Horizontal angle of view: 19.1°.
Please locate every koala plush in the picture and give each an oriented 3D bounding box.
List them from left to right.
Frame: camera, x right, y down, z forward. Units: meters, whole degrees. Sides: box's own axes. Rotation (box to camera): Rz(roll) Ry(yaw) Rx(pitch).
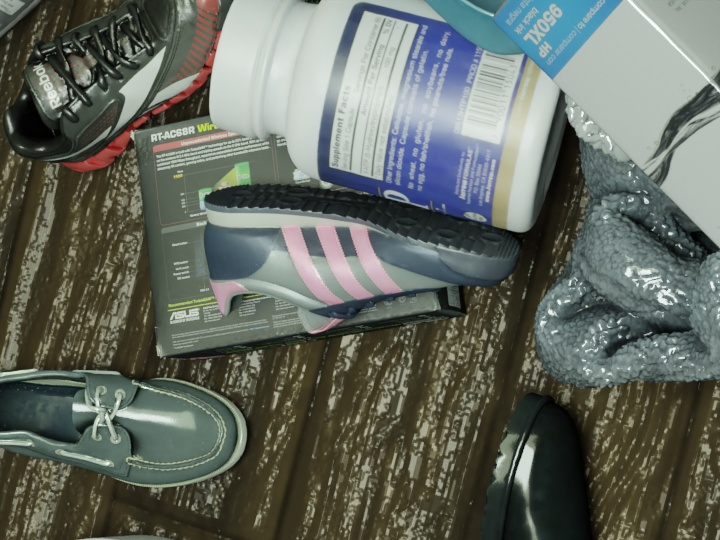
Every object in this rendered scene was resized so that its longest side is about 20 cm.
[{"bbox_3d":[0.175,-0.041,1.229,0.182,0.177,0.202,-8,90,32],"label":"koala plush"}]

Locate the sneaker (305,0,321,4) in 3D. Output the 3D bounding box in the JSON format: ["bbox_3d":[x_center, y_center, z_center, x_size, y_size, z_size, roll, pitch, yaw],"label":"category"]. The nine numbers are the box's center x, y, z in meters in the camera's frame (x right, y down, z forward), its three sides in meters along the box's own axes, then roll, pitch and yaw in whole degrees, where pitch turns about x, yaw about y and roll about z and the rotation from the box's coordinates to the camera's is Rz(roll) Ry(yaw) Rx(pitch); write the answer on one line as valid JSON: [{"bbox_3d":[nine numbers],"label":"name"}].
[{"bbox_3d":[0.004,-0.191,1.362,0.200,0.078,0.091,-45,76,13],"label":"sneaker"}]

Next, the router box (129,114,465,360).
[{"bbox_3d":[-0.041,-0.031,1.368,0.198,0.062,0.151,-9,83,20],"label":"router box"}]

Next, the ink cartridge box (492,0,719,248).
[{"bbox_3d":[0.191,-0.116,1.130,0.200,0.145,0.084,45,139,3],"label":"ink cartridge box"}]

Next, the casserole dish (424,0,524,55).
[{"bbox_3d":[0.074,-0.184,1.237,0.200,0.120,0.039,50,146,39],"label":"casserole dish"}]

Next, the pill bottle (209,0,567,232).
[{"bbox_3d":[0.019,-0.103,1.256,0.198,0.120,0.121,15,90,9],"label":"pill bottle"}]

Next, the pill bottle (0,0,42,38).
[{"bbox_3d":[-0.307,-0.177,1.454,0.200,0.113,0.113,-40,73,12],"label":"pill bottle"}]

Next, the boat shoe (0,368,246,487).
[{"bbox_3d":[-0.173,0.101,1.405,0.198,0.062,0.074,7,87,21],"label":"boat shoe"}]

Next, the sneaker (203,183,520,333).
[{"bbox_3d":[0.000,0.000,1.291,0.198,0.070,0.083,9,109,20],"label":"sneaker"}]

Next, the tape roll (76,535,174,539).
[{"bbox_3d":[-0.157,0.272,1.380,0.201,0.071,0.205,-2,85,21],"label":"tape roll"}]

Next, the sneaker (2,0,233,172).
[{"bbox_3d":[-0.159,-0.130,1.376,0.200,0.098,0.071,-38,71,34],"label":"sneaker"}]

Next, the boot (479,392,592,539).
[{"bbox_3d":[0.150,0.186,1.271,0.161,0.073,0.200,14,97,23],"label":"boot"}]
